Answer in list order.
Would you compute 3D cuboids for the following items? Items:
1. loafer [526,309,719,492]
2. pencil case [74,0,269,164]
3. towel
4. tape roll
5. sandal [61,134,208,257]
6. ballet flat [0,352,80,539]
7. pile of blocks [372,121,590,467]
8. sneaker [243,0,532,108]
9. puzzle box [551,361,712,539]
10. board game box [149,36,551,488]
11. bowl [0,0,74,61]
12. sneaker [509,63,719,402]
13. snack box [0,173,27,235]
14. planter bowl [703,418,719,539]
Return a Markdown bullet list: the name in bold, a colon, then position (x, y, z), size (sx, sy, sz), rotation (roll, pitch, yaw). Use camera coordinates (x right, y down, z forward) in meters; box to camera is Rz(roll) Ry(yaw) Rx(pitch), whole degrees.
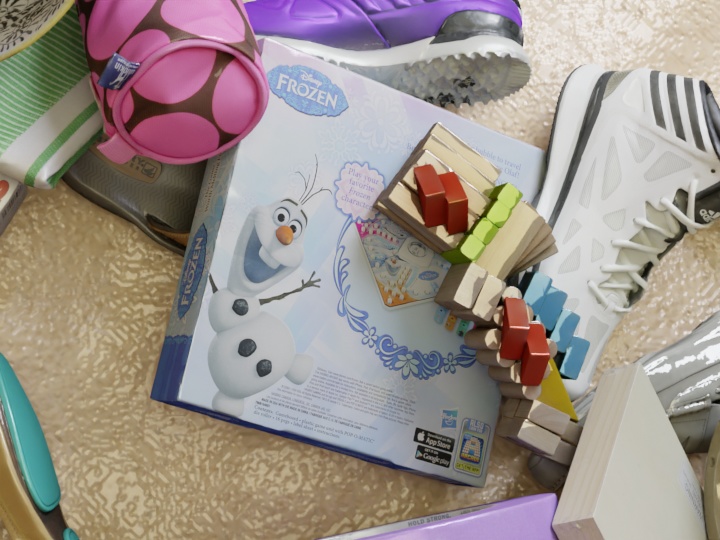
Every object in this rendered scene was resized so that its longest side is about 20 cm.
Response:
- **loafer**: position (0.187, 0.077, 1.041), size (0.199, 0.070, 0.070), rotation (-30, 79, -14)
- **pencil case**: position (-0.116, -0.148, 0.972), size (0.093, 0.201, 0.091), rotation (-38, 133, 19)
- **towel**: position (-0.219, -0.133, 0.978), size (0.199, 0.023, 0.153), rotation (34, 42, 0)
- **tape roll**: position (0.011, 0.166, 0.927), size (0.198, 0.200, 0.066), rotation (-11, 84, -12)
- **sandal**: position (-0.083, -0.045, 1.016), size (0.199, 0.055, 0.082), rotation (29, 78, -8)
- **ballet flat**: position (-0.182, 0.142, 0.966), size (0.063, 0.069, 0.201), rotation (-26, 86, 1)
- **pile of blocks**: position (0.083, 0.013, 0.963), size (0.082, 0.062, 0.201), rotation (-29, 94, -11)
- **sneaker**: position (-0.002, -0.151, 1.047), size (0.198, 0.070, 0.101), rotation (1, 67, -6)
- **puzzle box**: position (0.166, 0.168, 0.967), size (0.201, 0.025, 0.133), rotation (62, 31, -22)
- **board game box**: position (0.000, 0.000, 1.000), size (0.199, 0.043, 0.201), rotation (19, 78, -28)
- **bowl**: position (-0.199, -0.206, 0.932), size (0.199, 0.094, 0.203), rotation (3, 100, 17)
- **sneaker**: position (0.156, -0.020, 1.015), size (0.075, 0.115, 0.203), rotation (23, 75, -52)
- **snack box**: position (-0.241, 0.030, 0.966), size (0.024, 0.072, 0.201), rotation (32, 77, -6)
- **planter bowl**: position (0.270, 0.122, 0.972), size (0.133, 0.200, 0.203), rotation (6, 80, -20)
